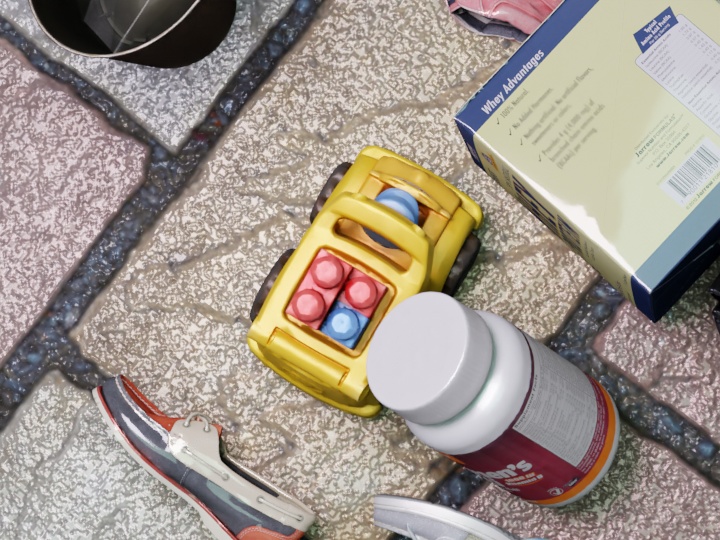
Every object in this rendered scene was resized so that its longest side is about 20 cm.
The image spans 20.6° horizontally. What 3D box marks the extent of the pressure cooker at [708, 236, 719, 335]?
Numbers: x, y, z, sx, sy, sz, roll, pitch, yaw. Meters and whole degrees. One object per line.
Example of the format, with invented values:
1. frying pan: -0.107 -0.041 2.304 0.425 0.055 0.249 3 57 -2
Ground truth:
1. pressure cooker: 0.365 0.017 1.485 0.176 0.179 0.200 39 88 24

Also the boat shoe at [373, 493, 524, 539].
1. boat shoe: 0.097 0.230 1.531 0.202 0.074 0.065 26 83 -1

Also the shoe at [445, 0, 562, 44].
1. shoe: 0.077 -0.252 1.574 0.200 0.071 0.091 25 81 1

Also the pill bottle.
1. pill bottle: 0.099 0.095 1.471 0.109 0.200 0.110 -21 55 32

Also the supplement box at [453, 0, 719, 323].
1. supplement box: 0.215 -0.106 1.509 0.200 0.134 0.200 43 88 15

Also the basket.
1. basket: -0.161 -0.229 1.523 0.136 0.200 0.181 31 88 5

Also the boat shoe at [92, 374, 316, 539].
1. boat shoe: -0.123 0.148 1.550 0.200 0.071 0.063 44 100 2

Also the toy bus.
1. toy bus: 0.000 0.000 1.499 0.136 0.192 0.200 30 86 7

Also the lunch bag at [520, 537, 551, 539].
1. lunch bag: 0.153 0.292 1.463 0.160 0.200 0.077 26 47 4
